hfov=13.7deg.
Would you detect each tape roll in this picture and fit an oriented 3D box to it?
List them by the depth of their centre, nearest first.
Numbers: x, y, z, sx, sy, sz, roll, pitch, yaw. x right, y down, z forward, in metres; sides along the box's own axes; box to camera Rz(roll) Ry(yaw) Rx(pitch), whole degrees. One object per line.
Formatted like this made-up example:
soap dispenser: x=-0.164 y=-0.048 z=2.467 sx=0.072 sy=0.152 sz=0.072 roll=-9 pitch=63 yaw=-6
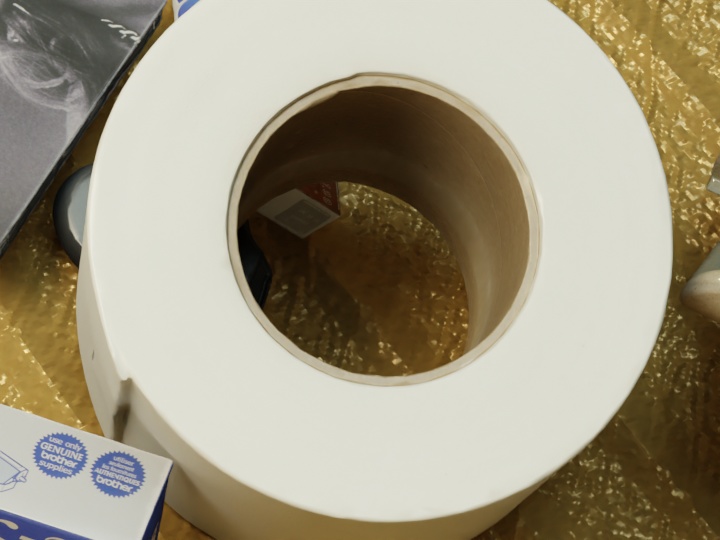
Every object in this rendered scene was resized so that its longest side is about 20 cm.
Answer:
tape roll: x=0.000 y=0.000 z=1.064 sx=0.202 sy=0.139 sz=0.203 roll=1 pitch=78 yaw=-6

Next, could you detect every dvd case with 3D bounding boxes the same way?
dvd case: x=-0.195 y=-0.100 z=1.160 sx=0.200 sy=0.016 sz=0.149 roll=26 pitch=52 yaw=4

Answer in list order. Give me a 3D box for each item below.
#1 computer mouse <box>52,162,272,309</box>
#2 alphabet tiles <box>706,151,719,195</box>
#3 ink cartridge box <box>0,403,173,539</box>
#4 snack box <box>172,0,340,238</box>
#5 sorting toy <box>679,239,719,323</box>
computer mouse: x=-0.036 y=0.026 z=1.150 sx=0.200 sy=0.034 sz=0.059 roll=39 pitch=70 yaw=9
alphabet tiles: x=0.229 y=-0.001 z=1.162 sx=0.200 sy=0.008 sz=0.167 roll=24 pitch=14 yaw=5
ink cartridge box: x=-0.170 y=0.076 z=1.044 sx=0.200 sy=0.094 sz=0.044 roll=18 pitch=53 yaw=2
snack box: x=-0.046 y=-0.111 z=1.225 sx=0.072 sy=0.024 sz=0.200 roll=31 pitch=41 yaw=-40
sorting toy: x=0.217 y=0.027 z=1.112 sx=0.185 sy=0.037 sz=0.200 roll=25 pitch=10 yaw=8
